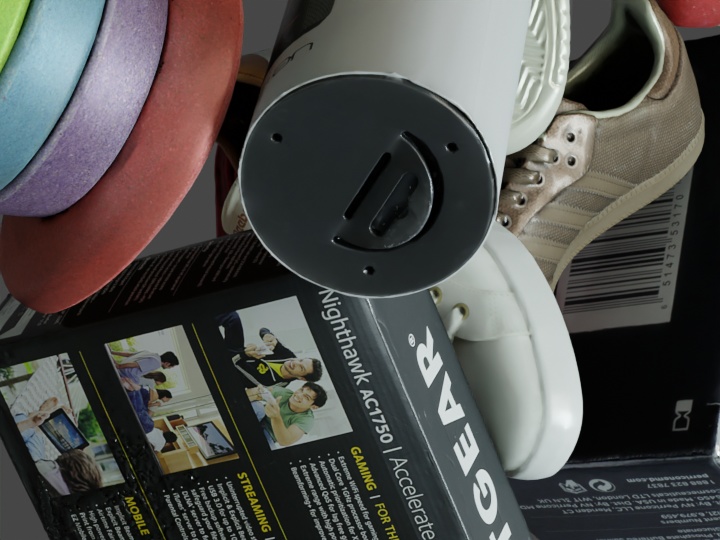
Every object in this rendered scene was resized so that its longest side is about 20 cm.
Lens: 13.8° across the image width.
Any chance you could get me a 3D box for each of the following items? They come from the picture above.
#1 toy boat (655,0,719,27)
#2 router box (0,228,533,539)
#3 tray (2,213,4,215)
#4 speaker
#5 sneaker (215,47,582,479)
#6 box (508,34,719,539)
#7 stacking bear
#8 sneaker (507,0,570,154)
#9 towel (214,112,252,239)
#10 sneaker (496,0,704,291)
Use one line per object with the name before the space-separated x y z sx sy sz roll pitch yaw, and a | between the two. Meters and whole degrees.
toy boat | 0.095 -0.175 1.189 0.130 0.200 0.131 -6 119 -23
router box | -0.025 0.087 1.002 0.200 0.149 0.051 67 25 -20
tray | -0.130 -0.104 0.983 0.107 0.022 0.200 -51 127 -15
speaker | 0.015 -0.076 0.961 0.081 0.081 0.200 61 22 -26
sneaker | 0.000 0.000 1.036 0.085 0.073 0.200 -9 48 -33
box | 0.153 0.039 1.244 0.200 0.117 0.197 44 49 -44
stacking bear | -0.147 -0.083 0.886 0.200 0.114 0.122 23 65 -29
sneaker | 0.022 -0.138 1.120 0.111 0.077 0.200 -141 -153 -89
towel | 0.011 0.023 1.164 0.200 0.022 0.145 13 73 -52
sneaker | 0.054 -0.031 1.124 0.200 0.070 0.076 -44 135 -31
